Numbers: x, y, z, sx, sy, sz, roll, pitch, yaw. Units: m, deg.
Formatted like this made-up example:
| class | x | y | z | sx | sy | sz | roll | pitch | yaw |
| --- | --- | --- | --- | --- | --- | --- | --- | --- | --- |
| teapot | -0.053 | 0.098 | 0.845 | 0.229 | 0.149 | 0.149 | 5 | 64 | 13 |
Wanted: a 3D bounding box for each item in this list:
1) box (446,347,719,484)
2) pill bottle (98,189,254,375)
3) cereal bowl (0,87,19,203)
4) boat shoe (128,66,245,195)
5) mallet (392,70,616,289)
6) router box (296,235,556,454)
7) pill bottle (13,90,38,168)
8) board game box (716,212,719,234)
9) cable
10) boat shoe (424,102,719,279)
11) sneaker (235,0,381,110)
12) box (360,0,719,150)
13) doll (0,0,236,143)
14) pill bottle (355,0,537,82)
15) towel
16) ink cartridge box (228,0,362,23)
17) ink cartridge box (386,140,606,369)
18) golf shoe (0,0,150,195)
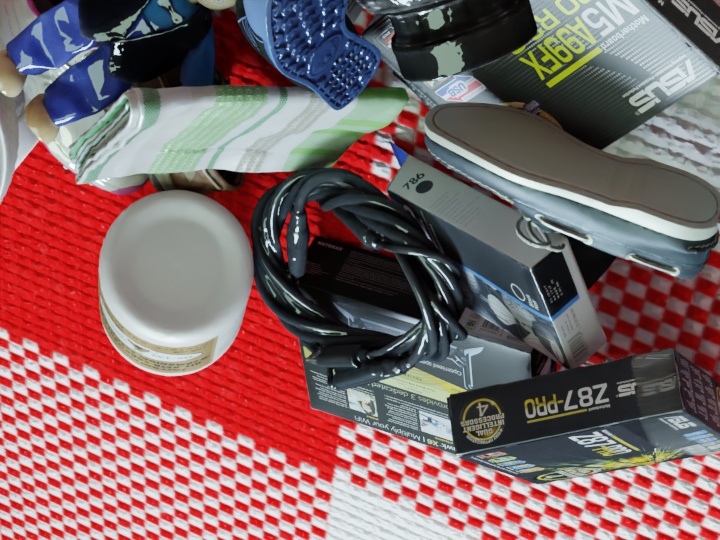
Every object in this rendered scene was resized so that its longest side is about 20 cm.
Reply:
| class | x | y | z | sx | sy | sz | roll | pitch | yaw |
| --- | --- | --- | --- | --- | --- | --- | --- | --- | --- |
| box | 0.166 | 0.104 | 1.524 | 0.160 | 0.050 | 0.200 | -14 | 164 | 17 |
| pill bottle | -0.143 | 0.019 | 1.677 | 0.114 | 0.115 | 0.200 | 30 | 165 | 1 |
| cereal bowl | -0.330 | -0.111 | 1.546 | 0.198 | 0.084 | 0.202 | 6 | 123 | 9 |
| boat shoe | -0.122 | -0.127 | 1.564 | 0.071 | 0.076 | 0.201 | 11 | 148 | 17 |
| mallet | 0.092 | -0.062 | 1.483 | 0.199 | 0.066 | 0.041 | 38 | 153 | -9 |
| router box | 0.051 | 0.067 | 1.680 | 0.198 | 0.052 | 0.158 | 17 | 143 | 19 |
| pill bottle | -0.323 | -0.155 | 1.634 | 0.200 | 0.113 | 0.112 | 41 | 144 | -13 |
| board game box | 0.287 | -0.004 | 1.340 | 0.064 | 0.148 | 0.201 | 2 | 135 | 33 |
| cable | 0.000 | 0.000 | 1.562 | 0.199 | 0.051 | 0.164 | -20 | 96 | 54 |
| boat shoe | 0.130 | -0.050 | 1.392 | 0.198 | 0.075 | 0.062 | 17 | 132 | 3 |
| sneaker | -0.047 | -0.159 | 1.338 | 0.078 | 0.070 | 0.200 | 39 | 175 | 18 |
| box | 0.115 | -0.148 | 1.381 | 0.160 | 0.044 | 0.200 | 41 | 143 | -13 |
| doll | -0.150 | -0.156 | 1.459 | 0.199 | 0.049 | 0.137 | -28 | 108 | 31 |
| pill bottle | 0.032 | -0.217 | 1.257 | 0.111 | 0.112 | 0.202 | -6 | 112 | 40 |
| towel | -0.084 | -0.091 | 1.486 | 0.198 | 0.031 | 0.149 | -2 | 168 | -25 |
| ink cartridge box | -0.105 | -0.237 | 1.435 | 0.198 | 0.057 | 0.163 | 4 | 137 | 26 |
| ink cartridge box | 0.080 | -0.012 | 1.506 | 0.200 | 0.039 | 0.100 | 33 | 156 | 49 |
| golf shoe | -0.206 | -0.145 | 1.585 | 0.091 | 0.075 | 0.201 | -25 | 109 | 38 |
